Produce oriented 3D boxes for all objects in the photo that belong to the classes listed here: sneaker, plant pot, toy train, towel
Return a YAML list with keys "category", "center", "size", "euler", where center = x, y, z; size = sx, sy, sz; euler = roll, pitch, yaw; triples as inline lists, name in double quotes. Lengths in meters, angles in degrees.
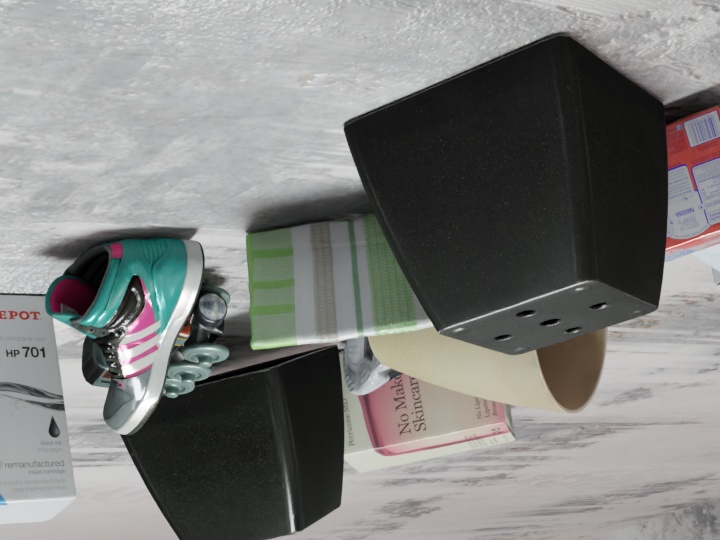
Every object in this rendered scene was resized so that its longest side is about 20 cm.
- category: "sneaker"
  center: [-0.224, 0.054, 1.394]
  size: [0.120, 0.084, 0.201]
  euler: [11, 114, -27]
- category: "plant pot"
  center: [-0.123, 0.198, 1.711]
  size: [0.199, 0.178, 0.200]
  euler: [-16, 178, 19]
- category: "sneaker"
  center: [0.060, 0.086, 1.735]
  size: [0.113, 0.076, 0.200]
  euler: [2, 156, -24]
- category: "toy train"
  center: [-0.200, 0.067, 1.543]
  size: [0.113, 0.086, 0.200]
  euler: [9, 156, -22]
- category: "plant pot"
  center: [0.130, -0.042, 1.231]
  size: [0.199, 0.178, 0.199]
  euler: [-19, 159, 28]
- category: "plant pot"
  center: [0.112, 0.044, 1.522]
  size: [0.199, 0.188, 0.187]
  euler: [-3, 167, 29]
- category: "towel"
  center: [0.000, 0.000, 1.365]
  size: [0.199, 0.150, 0.031]
  euler: [-8, 130, 1]

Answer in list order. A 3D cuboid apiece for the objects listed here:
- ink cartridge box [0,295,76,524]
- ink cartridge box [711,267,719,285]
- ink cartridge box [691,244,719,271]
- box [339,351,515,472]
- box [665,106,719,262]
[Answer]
- category: "ink cartridge box"
  center: [-0.352, 0.127, 1.441]
  size: [0.146, 0.201, 0.086]
  euler: [2, 157, -33]
- category: "ink cartridge box"
  center: [0.455, -0.036, 1.644]
  size: [0.099, 0.039, 0.200]
  euler: [-4, 160, -17]
- category: "ink cartridge box"
  center: [0.425, -0.045, 1.509]
  size: [0.160, 0.047, 0.200]
  euler: [27, 146, -32]
- category: "box"
  center: [0.071, 0.150, 1.852]
  size: [0.199, 0.129, 0.109]
  euler: [-13, 161, 8]
- category: "box"
  center: [0.244, -0.056, 1.347]
  size: [0.199, 0.103, 0.095]
  euler: [-21, 169, 29]
